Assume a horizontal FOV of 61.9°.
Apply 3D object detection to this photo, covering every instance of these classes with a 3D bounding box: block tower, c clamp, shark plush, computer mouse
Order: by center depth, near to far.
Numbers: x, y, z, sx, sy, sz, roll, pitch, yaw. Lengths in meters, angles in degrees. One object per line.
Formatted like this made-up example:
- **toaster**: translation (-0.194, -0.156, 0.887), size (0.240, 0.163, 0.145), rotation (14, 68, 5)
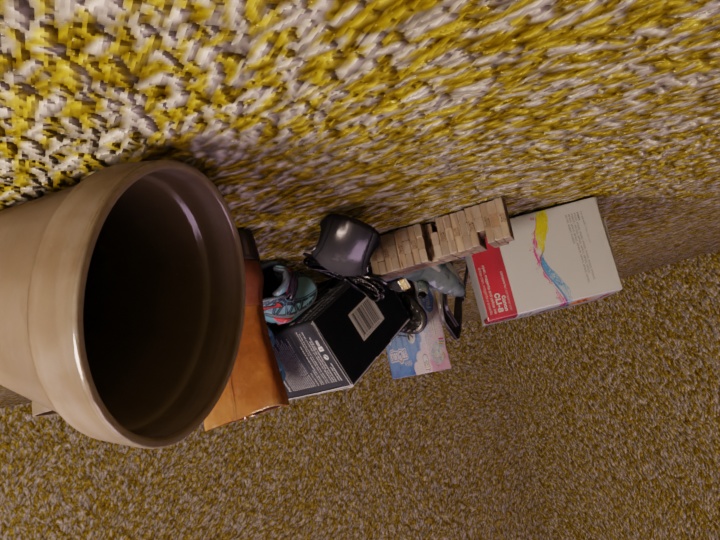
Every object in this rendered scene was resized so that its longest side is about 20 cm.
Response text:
- **computer mouse**: translation (0.000, 0.000, 0.734), size (0.140, 0.046, 0.200), rotation (23, 162, -8)
- **block tower**: translation (0.103, -0.038, 0.809), size (0.199, 0.058, 0.054), rotation (-15, 169, 21)
- **shark plush**: translation (0.102, 0.006, 0.968), size (0.090, 0.084, 0.200), rotation (-19, 168, 33)
- **c clamp**: translation (0.173, 0.040, 1.136), size (0.027, 0.172, 0.200), rotation (0, 163, 21)

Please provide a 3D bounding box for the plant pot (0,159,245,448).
- **plant pot**: translation (-0.206, 0.020, 0.448), size (0.172, 0.201, 0.200), rotation (2, 175, 17)

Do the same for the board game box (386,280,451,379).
- **board game box**: translation (0.093, 0.101, 1.153), size (0.043, 0.200, 0.200), rotation (-8, 169, -20)

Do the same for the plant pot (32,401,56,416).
- **plant pot**: translation (-0.401, 0.136, 0.923), size (0.199, 0.135, 0.200), rotation (-12, 171, -2)

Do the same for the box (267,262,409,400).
- **box**: translation (-0.059, 0.103, 0.996), size (0.196, 0.124, 0.200), rotation (-23, -167, 41)

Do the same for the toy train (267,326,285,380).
- **toy train**: translation (-0.182, 0.107, 0.860), size (0.086, 0.201, 0.114), rotation (-33, 159, 22)

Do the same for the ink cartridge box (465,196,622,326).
- **ink cartridge box**: translation (0.272, -0.008, 0.928), size (0.199, 0.146, 0.145), rotation (-14, 170, 6)

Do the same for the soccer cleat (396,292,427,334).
- **soccer cleat**: translation (0.058, 0.065, 1.097), size (0.073, 0.069, 0.199), rotation (16, -177, -44)

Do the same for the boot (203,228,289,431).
- **boot**: translation (-0.175, 0.075, 0.672), size (0.187, 0.201, 0.068), rotation (-15, 170, 17)

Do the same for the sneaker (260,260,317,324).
- **sneaker**: translation (-0.120, 0.030, 0.847), size (0.095, 0.080, 0.199), rotation (-22, 166, 37)
